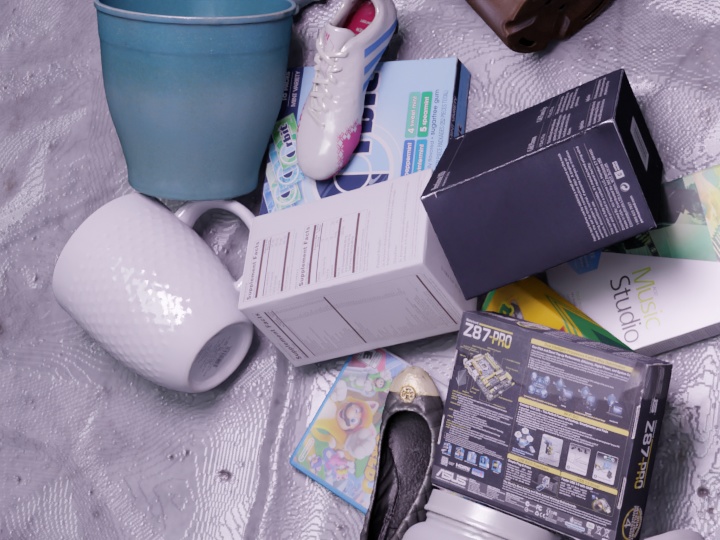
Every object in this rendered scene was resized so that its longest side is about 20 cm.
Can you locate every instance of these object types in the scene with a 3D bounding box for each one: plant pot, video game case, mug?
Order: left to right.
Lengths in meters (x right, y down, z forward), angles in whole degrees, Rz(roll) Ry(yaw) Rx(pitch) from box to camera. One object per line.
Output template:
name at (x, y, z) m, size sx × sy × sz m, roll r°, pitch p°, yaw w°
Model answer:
mug at (-0.178, 0.014, 1.714) m, size 0.175 × 0.148 × 0.200 m, roll 40°, pitch 85°, yaw 25°
plant pot at (-0.166, -0.175, 1.717) m, size 0.198 × 0.200 × 0.190 m, roll 12°, pitch 109°, yaw 27°
video game case at (0.043, 0.170, 1.631) m, size 0.199 × 0.018 × 0.144 m, roll 30°, pitch 87°, yaw 29°
plant pot at (0.145, -0.329, 1.650) m, size 0.200 × 0.200 × 0.199 m, roll -37°, pitch 70°, yaw 10°

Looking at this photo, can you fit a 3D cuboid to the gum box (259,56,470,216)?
gum box at (0.004, -0.122, 1.725) m, size 0.198 × 0.045 × 0.172 m, roll -1°, pitch 73°, yaw 24°

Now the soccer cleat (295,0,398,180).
soccer cleat at (-0.025, -0.191, 1.687) m, size 0.069 × 0.086 × 0.202 m, roll 15°, pitch 79°, yaw 28°

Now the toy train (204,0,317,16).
toy train at (-0.093, -0.316, 1.815) m, size 0.199 × 0.085 × 0.115 m, roll -26°, pitch 77°, yaw 14°

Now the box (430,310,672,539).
box at (0.160, 0.134, 1.486) m, size 0.199 × 0.049 × 0.163 m, roll 15°, pitch 100°, yaw 40°

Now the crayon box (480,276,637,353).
crayon box at (0.162, 0.092, 1.552) m, size 0.200 × 0.051 × 0.128 m, roll 38°, pitch 113°, yaw 35°

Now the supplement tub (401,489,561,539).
supplement tub at (0.086, 0.305, 1.497) m, size 0.143 × 0.144 × 0.202 m, roll 17°, pitch 82°, yaw 28°

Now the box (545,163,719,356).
box at (0.269, -0.001, 1.569) m, size 0.198 × 0.036 × 0.146 m, roll -20°, pitch 67°, yaw 18°

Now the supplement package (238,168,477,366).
supplement package at (0.000, 0.000, 1.626) m, size 0.198 × 0.114 × 0.110 m, roll -13°, pitch 50°, yaw 26°

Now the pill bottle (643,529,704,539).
pill bottle at (0.272, 0.327, 1.422) m, size 0.112 × 0.113 × 0.201 m, roll -29°, pitch 64°, yaw 14°

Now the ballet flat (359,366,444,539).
ballet flat at (0.040, 0.186, 1.585) m, size 0.066 × 0.057 × 0.202 m, roll 1°, pitch 75°, yaw 24°

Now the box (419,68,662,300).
box at (0.166, -0.080, 1.540) m, size 0.181 × 0.200 × 0.105 m, roll -20°, pitch 104°, yaw 18°
